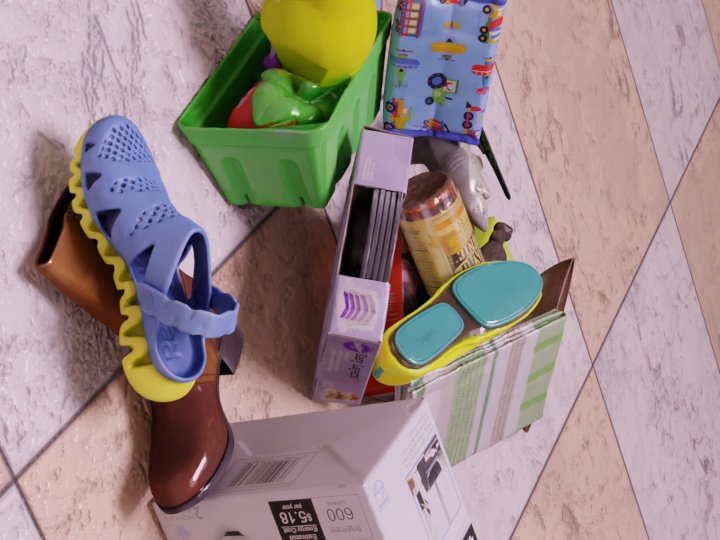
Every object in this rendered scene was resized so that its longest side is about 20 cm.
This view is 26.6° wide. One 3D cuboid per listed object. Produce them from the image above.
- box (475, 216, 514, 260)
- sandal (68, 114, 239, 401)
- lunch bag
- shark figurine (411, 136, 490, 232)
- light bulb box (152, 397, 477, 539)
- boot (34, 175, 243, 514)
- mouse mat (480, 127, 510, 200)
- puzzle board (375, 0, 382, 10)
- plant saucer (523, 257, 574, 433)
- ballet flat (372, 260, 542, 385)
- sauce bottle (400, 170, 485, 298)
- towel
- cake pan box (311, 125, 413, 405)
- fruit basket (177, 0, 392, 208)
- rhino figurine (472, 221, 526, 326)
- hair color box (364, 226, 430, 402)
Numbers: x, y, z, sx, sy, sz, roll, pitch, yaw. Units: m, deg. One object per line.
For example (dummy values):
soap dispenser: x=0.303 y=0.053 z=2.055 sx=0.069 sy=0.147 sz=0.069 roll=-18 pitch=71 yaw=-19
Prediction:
box: x=0.125 y=0.051 z=1.633 sx=0.123 sy=0.047 sz=0.201 roll=63 pitch=33 yaw=-29
sandal: x=-0.137 y=-0.016 z=1.058 sx=0.079 sy=0.086 sz=0.202 roll=-17 pitch=85 yaw=-51
lunch bag: x=0.070 y=-0.235 z=1.381 sx=0.201 sy=0.093 sz=0.152 roll=-90 pitch=-174 yaw=-50
shark figurine: x=0.068 y=-0.124 z=1.502 sx=0.129 sy=0.089 sz=0.215 roll=62 pitch=9 yaw=-23
light bulb box: x=-0.021 y=0.222 z=1.160 sx=0.125 sy=0.196 sz=0.202 roll=-46 pitch=120 yaw=-53
boot: x=-0.160 y=0.051 z=1.095 sx=0.200 sy=0.068 sz=0.190 roll=53 pitch=39 yaw=-40
mouse mat: x=0.114 y=-0.178 z=1.635 sx=0.201 sy=0.007 sz=0.162 roll=-107 pitch=173 yaw=-63
puzzle board: x=-0.027 y=-0.263 z=1.485 sx=0.200 sy=0.017 sz=0.153 roll=34 pitch=53 yaw=-54
plant saucer: x=0.197 y=0.079 z=1.702 sx=0.200 sy=0.036 sz=0.203 roll=16 pitch=90 yaw=-81
ballet flat: x=0.082 y=0.049 z=1.373 sx=0.199 sy=0.067 sz=0.067 roll=-28 pitch=74 yaw=-39
sauce bottle: x=0.090 y=0.004 z=1.438 sx=0.202 sy=0.065 sz=0.066 roll=65 pitch=32 yaw=-29
towel: x=0.107 y=0.122 z=1.453 sx=0.198 sy=0.031 sz=0.151 roll=-22 pitch=139 yaw=-32
cake pan box: x=0.000 y=0.000 z=1.300 sx=0.200 sy=0.052 sz=0.187 roll=104 pitch=-6 yaw=-68
fruit basket: x=-0.052 y=-0.179 z=1.265 sx=0.215 sy=0.153 sz=0.219 roll=4 pitch=90 yaw=-70
rhino figurine: x=0.140 y=0.039 z=1.554 sx=0.088 sy=0.059 sz=0.202 roll=-75 pitch=151 yaw=-47
hair color box: x=0.042 y=0.024 z=1.476 sx=0.111 sy=0.063 sz=0.203 roll=22 pitch=61 yaw=-57
